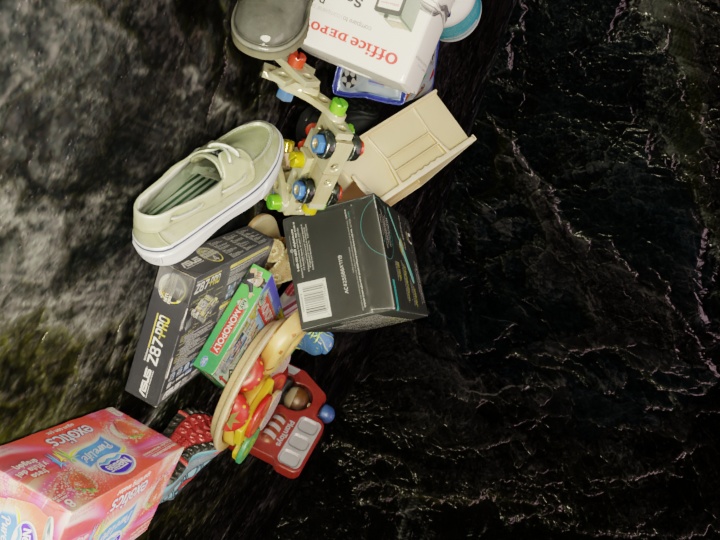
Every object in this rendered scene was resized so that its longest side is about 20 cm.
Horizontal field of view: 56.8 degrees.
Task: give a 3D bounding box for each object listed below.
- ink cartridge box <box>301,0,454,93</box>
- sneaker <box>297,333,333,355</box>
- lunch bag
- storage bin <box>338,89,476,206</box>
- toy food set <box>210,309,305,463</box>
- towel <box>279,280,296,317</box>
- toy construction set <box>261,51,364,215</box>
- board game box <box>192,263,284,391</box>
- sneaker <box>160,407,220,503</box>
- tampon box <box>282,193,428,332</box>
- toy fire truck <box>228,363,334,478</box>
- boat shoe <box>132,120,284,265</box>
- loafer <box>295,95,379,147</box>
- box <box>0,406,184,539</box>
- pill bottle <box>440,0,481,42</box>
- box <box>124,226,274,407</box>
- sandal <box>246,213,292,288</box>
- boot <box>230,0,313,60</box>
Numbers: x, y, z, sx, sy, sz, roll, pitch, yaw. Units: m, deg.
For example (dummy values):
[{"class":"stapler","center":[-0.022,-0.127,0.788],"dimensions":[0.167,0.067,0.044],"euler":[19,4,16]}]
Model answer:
[{"class":"ink cartridge box","center":[0.027,-0.313,0.714],"dimensions":[0.201,0.145,0.084],"euler":[-68,170,12]},{"class":"sneaker","center":[-0.091,0.094,1.225],"dimensions":[0.076,0.105,0.200],"euler":[-60,170,-28]},{"class":"lunch bag","center":[0.051,-0.334,0.893],"dimensions":[0.170,0.123,0.201],"euler":[-45,144,-66]},{"class":"storage bin","center":[0.033,-0.148,0.994],"dimensions":[0.198,0.094,0.200],"euler":[-36,-179,-21]},{"class":"toy food set","center":[-0.131,0.151,0.881],"dimensions":[0.200,0.048,0.198],"euler":[-59,172,-37]},{"class":"towel","center":[-0.107,0.038,1.055],"dimensions":[0.200,0.023,0.144],"euler":[-49,175,22]},{"class":"toy construction set","center":[-0.064,-0.141,0.741],"dimensions":[0.092,0.131,0.200],"euler":[-12,142,-23]},{"class":"board game box","center":[-0.147,0.084,0.843],"dimensions":[0.135,0.029,0.200],"euler":[-61,173,-16]},{"class":"sneaker","center":[-0.252,0.253,0.884],"dimensions":[0.096,0.079,0.200],"euler":[-55,168,20]},{"class":"tampon box","center":[0.000,0.000,0.905],"dimensions":[0.200,0.126,0.151],"euler":[20,58,-72]},{"class":"toy fire truck","center":[-0.139,0.253,1.171],"dimensions":[0.200,0.167,0.112],"euler":[-54,166,-49]},{"class":"boat shoe","center":[-0.134,-0.086,0.624],"dimensions":[0.200,0.072,0.062],"euler":[-55,169,-35]},{"class":"loafer","center":[-0.034,-0.200,0.927],"dimensions":[0.071,0.068,0.201],"euler":[-61,169,30]},{"class":"box","center":[-0.258,0.206,0.600],"dimensions":[0.103,0.094,0.200],"euler":[-65,171,3]},{"class":"pill bottle","center":[0.142,-0.453,1.107],"dimensions":[0.111,0.110,0.200],"euler":[-67,171,14]},{"class":"box","center":[-0.180,0.045,0.774],"dimensions":[0.162,0.049,0.200],"euler":[-66,171,20]},{"class":"sandal","center":[-0.110,-0.012,0.949],"dimensions":[0.078,0.069,0.212],"euler":[-62,170,-18]},{"class":"boot","center":[-0.055,-0.297,0.526],"dimensions":[0.200,0.072,0.183],"euler":[112,-7,-60]}]
